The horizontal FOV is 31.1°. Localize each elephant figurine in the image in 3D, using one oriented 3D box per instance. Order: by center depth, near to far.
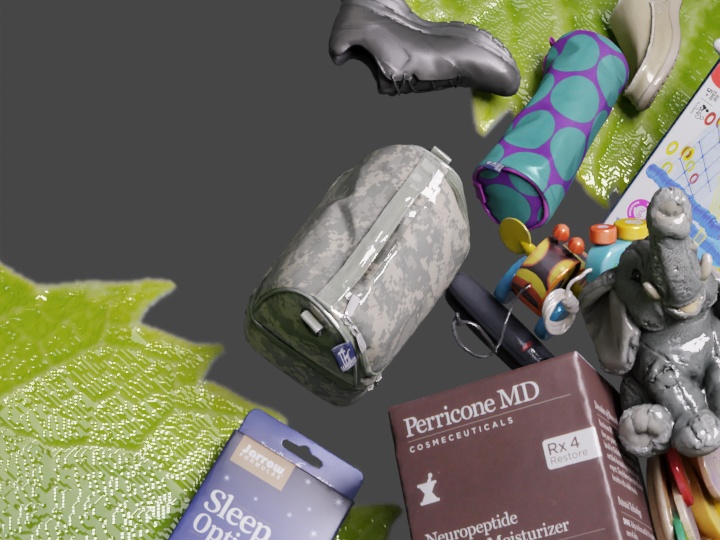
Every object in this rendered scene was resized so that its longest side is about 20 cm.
[{"bbox_3d":[0.239,0.031,0.998,0.141,0.154,0.203,-25,97,-45],"label":"elephant figurine"}]

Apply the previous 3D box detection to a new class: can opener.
[{"bbox_3d":[0.147,0.079,1.162,0.078,0.064,0.201,-34,78,-22],"label":"can opener"}]

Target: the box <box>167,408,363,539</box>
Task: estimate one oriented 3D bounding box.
[{"bbox_3d":[-0.088,0.219,1.070,0.120,0.032,0.201,30,63,2],"label":"box"}]

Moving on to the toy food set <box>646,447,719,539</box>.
[{"bbox_3d":[0.297,0.212,1.087,0.200,0.048,0.200,62,30,-10],"label":"toy food set"}]

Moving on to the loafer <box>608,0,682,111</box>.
[{"bbox_3d":[0.290,-0.249,1.334,0.067,0.076,0.202,18,55,-2],"label":"loafer"}]

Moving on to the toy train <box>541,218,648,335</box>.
[{"bbox_3d":[0.246,0.046,1.101,0.199,0.055,0.152,36,80,-37],"label":"toy train"}]

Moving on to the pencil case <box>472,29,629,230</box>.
[{"bbox_3d":[0.183,-0.139,1.252,0.091,0.086,0.201,21,61,25],"label":"pencil case"}]

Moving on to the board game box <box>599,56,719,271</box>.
[{"bbox_3d":[0.354,-0.062,1.179,0.195,0.056,0.201,36,98,6],"label":"board game box"}]

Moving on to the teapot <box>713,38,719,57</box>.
[{"bbox_3d":[0.429,-0.111,1.260,0.197,0.146,0.200,2,67,-12],"label":"teapot"}]

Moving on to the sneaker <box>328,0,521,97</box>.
[{"bbox_3d":[0.060,-0.204,1.270,0.198,0.076,0.092,22,72,7],"label":"sneaker"}]

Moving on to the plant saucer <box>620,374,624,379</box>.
[{"bbox_3d":[0.332,0.058,1.227,0.197,0.038,0.203,5,66,-11],"label":"plant saucer"}]

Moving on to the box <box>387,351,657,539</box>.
[{"bbox_3d":[0.138,0.197,1.022,0.164,0.164,0.203,-19,68,18],"label":"box"}]

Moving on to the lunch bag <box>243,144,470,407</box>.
[{"bbox_3d":[0.000,0.000,1.107,0.139,0.168,0.201,35,65,5],"label":"lunch bag"}]

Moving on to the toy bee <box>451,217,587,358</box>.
[{"bbox_3d":[0.171,0.009,1.125,0.130,0.109,0.200,33,29,-1],"label":"toy bee"}]
